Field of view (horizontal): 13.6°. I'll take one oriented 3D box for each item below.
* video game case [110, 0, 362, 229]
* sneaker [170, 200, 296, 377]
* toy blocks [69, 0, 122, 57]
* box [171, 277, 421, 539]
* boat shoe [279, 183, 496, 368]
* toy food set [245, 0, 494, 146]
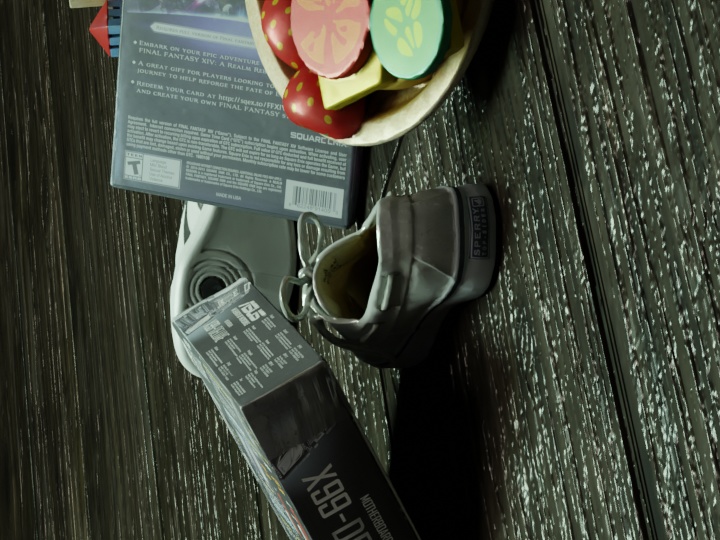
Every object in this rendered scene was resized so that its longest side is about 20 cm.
[{"bbox_3d":[-0.063,-0.130,1.655,0.019,0.142,0.201,-47,-35,-66],"label":"video game case"},{"bbox_3d":[-0.078,-0.037,1.876,0.112,0.073,0.201,-142,62,-78],"label":"sneaker"},{"bbox_3d":[-0.124,-0.200,1.858,0.201,0.136,0.100,-96,3,-45],"label":"toy blocks"},{"bbox_3d":[-0.023,0.099,1.503,0.158,0.050,0.200,62,174,-15],"label":"box"},{"bbox_3d":[0.000,0.005,1.479,0.202,0.085,0.075,141,129,-73],"label":"boat shoe"},{"bbox_3d":[-0.003,-0.161,1.442,0.198,0.048,0.201,-23,73,49],"label":"toy food set"}]
